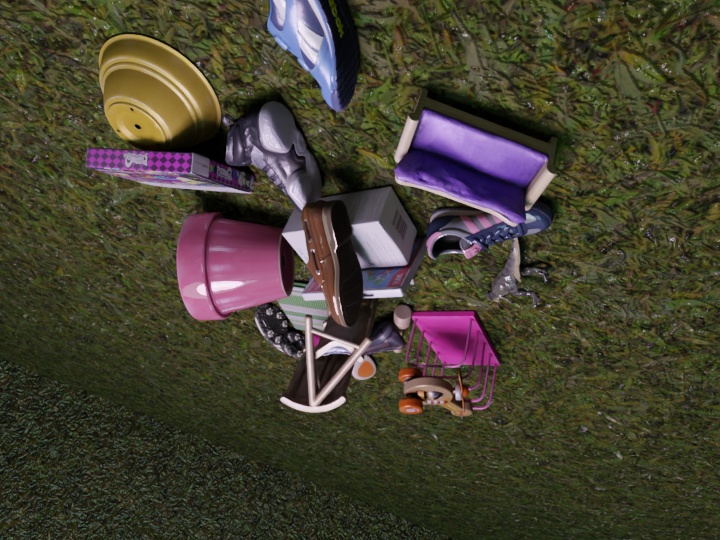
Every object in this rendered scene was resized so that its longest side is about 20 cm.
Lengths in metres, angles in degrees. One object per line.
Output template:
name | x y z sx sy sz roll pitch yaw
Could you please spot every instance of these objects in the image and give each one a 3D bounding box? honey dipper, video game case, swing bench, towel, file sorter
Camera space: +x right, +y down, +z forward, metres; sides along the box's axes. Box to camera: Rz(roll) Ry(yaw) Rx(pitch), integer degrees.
honey dipper | 0.089 0.137 1.248 0.037 0.038 0.201 13 150 9
video game case | 0.009 -0.003 0.980 0.198 0.144 0.018 -4 126 32
swing bench | -0.054 0.151 1.120 0.128 0.199 0.202 19 114 1
video game case | -0.302 -0.161 0.921 0.197 0.036 0.181 7 -179 20
towel | -0.115 0.088 1.294 0.150 0.024 0.201 7 147 21
file sorter | 0.194 0.193 1.188 0.137 0.127 0.201 -3 142 31

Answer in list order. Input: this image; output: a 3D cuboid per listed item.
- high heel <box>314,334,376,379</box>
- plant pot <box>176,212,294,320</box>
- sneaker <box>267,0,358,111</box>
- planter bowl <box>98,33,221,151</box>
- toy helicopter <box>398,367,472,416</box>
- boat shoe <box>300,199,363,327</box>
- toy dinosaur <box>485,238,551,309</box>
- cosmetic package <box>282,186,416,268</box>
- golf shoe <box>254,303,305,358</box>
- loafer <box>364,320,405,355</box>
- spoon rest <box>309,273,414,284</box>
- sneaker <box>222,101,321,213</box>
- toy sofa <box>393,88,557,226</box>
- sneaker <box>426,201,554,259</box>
high heel | -0.042 0.212 1.424 0.199 0.068 0.096 29 -176 -42
plant pot | -0.223 -0.010 1.063 0.176 0.202 0.201 -2 145 5
sneaker | -0.058 -0.283 0.665 0.081 0.074 0.201 4 138 25
planter bowl | -0.319 -0.240 0.851 0.198 0.084 0.201 14 147 9
toy helicopter | 0.171 0.249 1.121 0.131 0.080 0.199 -22 141 32
boat shoe | -0.045 -0.011 0.887 0.067 0.072 0.203 0 105 30
toy dinosaur | 0.269 0.014 0.961 0.087 0.048 0.201 20 145 11
cosmetic package | -0.019 -0.065 0.956 0.198 0.082 0.113 -7 138 34
golf shoe | -0.215 0.153 1.396 0.087 0.078 0.201 5 145 34
loafer | 0.032 0.163 1.257 0.063 0.072 0.200 40 154 -11
spoon rest | 0.000 0.000 1.049 0.197 0.100 0.061 -5 134 10
sneaker | -0.137 -0.167 0.878 0.112 0.076 0.201 2 138 26
toy sofa | 0.147 -0.145 0.735 0.198 0.098 0.083 21 149 -1
sneaker | 0.192 -0.053 0.861 0.198 0.083 0.070 -6 140 34
